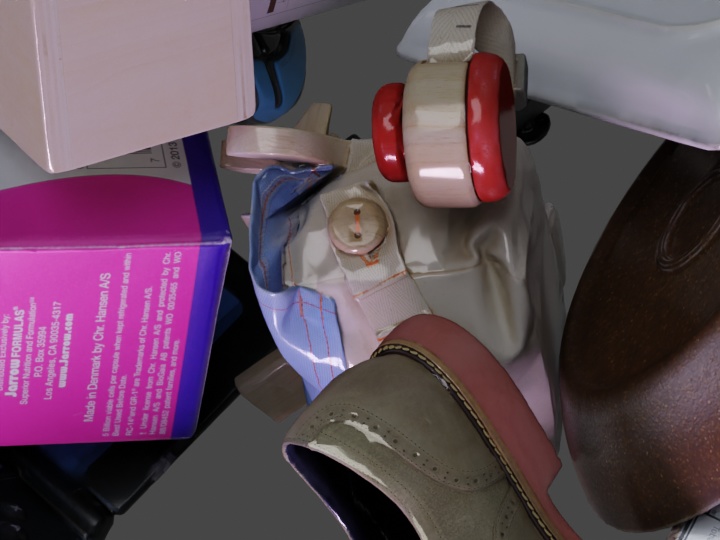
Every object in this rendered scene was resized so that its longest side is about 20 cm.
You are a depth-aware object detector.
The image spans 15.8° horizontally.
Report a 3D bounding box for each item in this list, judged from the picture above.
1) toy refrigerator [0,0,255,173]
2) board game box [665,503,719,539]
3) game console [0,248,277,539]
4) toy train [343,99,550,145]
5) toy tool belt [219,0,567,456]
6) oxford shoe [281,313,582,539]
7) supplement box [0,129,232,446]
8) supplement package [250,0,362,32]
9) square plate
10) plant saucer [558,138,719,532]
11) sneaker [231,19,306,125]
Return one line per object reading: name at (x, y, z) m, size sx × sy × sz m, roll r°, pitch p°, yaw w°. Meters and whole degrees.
toy refrigerator at (-0.116, -0.105, 0.877) m, size 0.076 × 0.070 × 0.200 m, roll -18°, pitch 33°, yaw -26°
board game box at (0.212, 0.099, 0.827) m, size 0.199 × 0.097 × 0.160 m, roll 25°, pitch 76°, yaw 22°
game console at (-0.159, 0.009, 0.955) m, size 0.200 × 0.176 × 0.117 m, roll 38°, pitch 109°, yaw 25°
toy train at (0.045, -0.064, 0.976) m, size 0.200 × 0.034 × 0.046 m, roll -37°, pitch 53°, yaw -3°
toy tool belt at (0.000, 0.000, 0.869) m, size 0.122 × 0.200 × 0.125 m, roll -2°, pitch 58°, yaw 11°
oxford shoe at (0.044, 0.116, 0.789) m, size 0.075 × 0.070 × 0.200 m, roll -33°, pitch 89°, yaw -32°
supplement box at (-0.154, -0.007, 0.885) m, size 0.199 × 0.104 × 0.101 m, roll 0°, pitch 44°, yaw -15°
supplement package at (-0.015, -0.178, 0.948) m, size 0.199 × 0.120 × 0.122 m, roll -19°, pitch 60°, yaw -25°
square plate at (0.133, -0.116, 0.893) m, size 0.198 × 0.029 × 0.200 m, roll -34°, pitch 28°, yaw -19°
plant saucer at (0.123, -0.009, 0.851) m, size 0.037 × 0.200 × 0.201 m, roll 33°, pitch 76°, yaw -15°
sneaker at (-0.095, -0.120, 1.026) m, size 0.082 × 0.073 × 0.200 m, roll -48°, pitch 63°, yaw 20°
